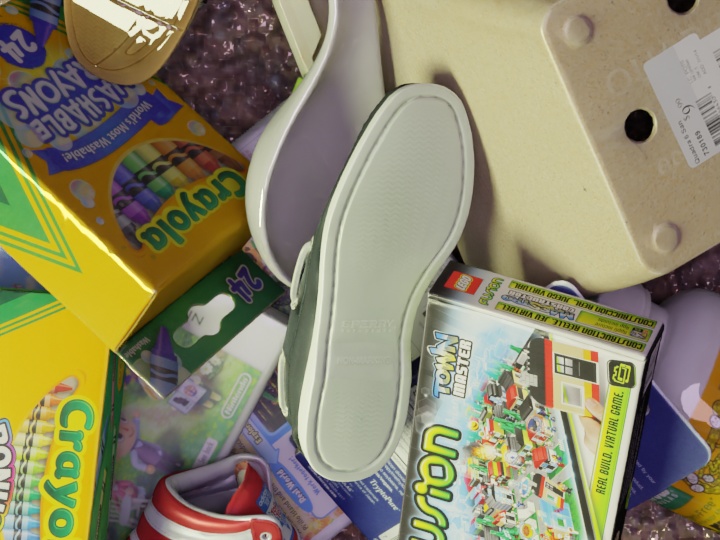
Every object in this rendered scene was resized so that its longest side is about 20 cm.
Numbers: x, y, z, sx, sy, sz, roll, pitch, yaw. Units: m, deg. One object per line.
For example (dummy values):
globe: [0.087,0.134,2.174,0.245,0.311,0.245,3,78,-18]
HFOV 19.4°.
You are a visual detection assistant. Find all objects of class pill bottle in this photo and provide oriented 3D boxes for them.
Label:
pill bottle: [0.194,0.079,1.102,0.199,0.113,0.114,27,94,-6]

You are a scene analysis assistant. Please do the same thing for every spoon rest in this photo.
spoon rest: [-0.022,-0.087,1.030,0.060,0.099,0.202,10,113,40]

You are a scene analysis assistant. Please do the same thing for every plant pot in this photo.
plant pot: [0.135,-0.100,1.017,0.199,0.177,0.201,-29,107,-11]

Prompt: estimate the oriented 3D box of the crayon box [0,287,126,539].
crayon box: [-0.185,0.111,1.043,0.117,0.058,0.202,4,77,3]

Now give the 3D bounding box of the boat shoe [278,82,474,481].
boat shoe: [0.000,0.000,1.027,0.075,0.060,0.202,11,104,-26]

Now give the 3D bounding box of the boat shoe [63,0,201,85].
boat shoe: [-0.094,-0.191,1.035,0.071,0.072,0.202,16,111,8]

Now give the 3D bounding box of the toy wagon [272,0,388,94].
toy wagon: [0.016,-0.152,1.090,0.198,0.040,0.156,22,93,-15]

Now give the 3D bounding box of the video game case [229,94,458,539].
video game case: [-0.034,0.031,1.131,0.182,0.024,0.201,-38,97,2]

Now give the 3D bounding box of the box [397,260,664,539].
box: [0.078,0.101,1.032,0.109,0.035,0.202,16,124,16]

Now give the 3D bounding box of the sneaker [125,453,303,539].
sneaker: [-0.031,0.166,1.100,0.198,0.071,0.113,17,109,-18]

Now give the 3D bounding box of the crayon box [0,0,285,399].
crayon box: [-0.127,-0.045,1.048,0.200,0.126,0.052,43,128,4]

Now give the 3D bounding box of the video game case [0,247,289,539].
video game case: [-0.157,0.071,1.111,0.181,0.022,0.201,29,102,-2]

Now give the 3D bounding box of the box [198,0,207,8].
box: [-0.111,-0.261,1.085,0.159,0.049,0.201,26,94,-3]

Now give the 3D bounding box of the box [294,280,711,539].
box: [0.073,0.088,1.067,0.199,0.032,0.121,-35,100,36]
